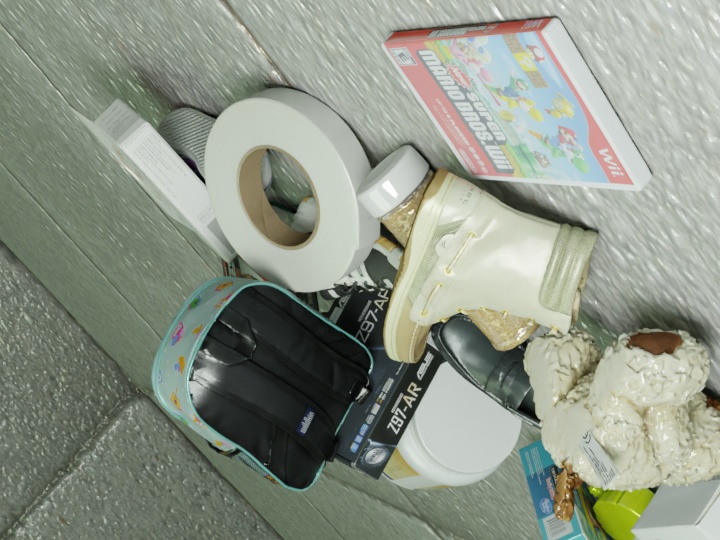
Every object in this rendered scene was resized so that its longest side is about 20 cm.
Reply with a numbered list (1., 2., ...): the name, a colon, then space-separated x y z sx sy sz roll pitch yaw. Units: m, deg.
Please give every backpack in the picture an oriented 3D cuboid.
1. backpack: -0.110 0.101 1.282 0.153 0.177 0.200 17 163 49

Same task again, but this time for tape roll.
1. tape roll: -0.069 -0.076 1.233 0.202 0.037 0.205 21 124 33

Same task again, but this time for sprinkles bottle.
1. sprinkles bottle: 0.085 -0.019 1.138 0.200 0.068 0.068 46 161 -13

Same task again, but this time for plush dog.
1. plush dog: 0.241 0.134 1.051 0.170 0.162 0.200 10 173 -24

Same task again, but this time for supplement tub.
1. supplement tub: 0.091 0.172 1.427 0.144 0.145 0.200 43 161 -3

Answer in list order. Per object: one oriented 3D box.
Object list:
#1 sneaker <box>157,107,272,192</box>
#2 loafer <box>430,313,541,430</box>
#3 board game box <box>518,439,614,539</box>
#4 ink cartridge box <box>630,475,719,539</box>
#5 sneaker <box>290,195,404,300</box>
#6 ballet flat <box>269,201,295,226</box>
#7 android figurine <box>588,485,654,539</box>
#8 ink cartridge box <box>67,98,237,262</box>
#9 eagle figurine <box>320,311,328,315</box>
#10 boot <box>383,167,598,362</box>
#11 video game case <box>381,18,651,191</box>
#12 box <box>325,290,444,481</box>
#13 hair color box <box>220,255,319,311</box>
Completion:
1. sneaker: -0.138 -0.108 1.407 0.200 0.073 0.115 38 168 48
2. loafer: 0.158 0.106 1.250 0.200 0.068 0.070 36 180 -2
3. board game box: 0.253 0.305 1.422 0.201 0.047 0.152 54 -164 -33
4. ink cartridge box: 0.370 0.275 1.179 0.200 0.083 0.145 42 162 0
5. sneaker: 0.000 0.000 1.294 0.199 0.088 0.075 29 -179 39
6. ballet flat: -0.069 -0.031 1.428 0.199 0.070 0.070 17 149 52
7. android figurine: 0.330 0.288 1.357 0.199 0.041 0.182 36 161 17
8. ink cartridge box: -0.228 -0.112 1.437 0.176 0.045 0.200 36 169 51
9. eagle figurine: -0.030 0.119 1.526 0.199 0.150 0.153 25 135 53
10. boot: 0.107 0.023 1.067 0.153 0.072 0.201 21 130 8
11. video game case: 0.110 -0.121 0.939 0.143 0.017 0.199 52 159 -26
12. box: 0.006 0.106 1.362 0.043 0.201 0.160 37 169 -39
13. hair color box: -0.110 0.023 1.511 0.200 0.061 0.102 -144 43 -61
